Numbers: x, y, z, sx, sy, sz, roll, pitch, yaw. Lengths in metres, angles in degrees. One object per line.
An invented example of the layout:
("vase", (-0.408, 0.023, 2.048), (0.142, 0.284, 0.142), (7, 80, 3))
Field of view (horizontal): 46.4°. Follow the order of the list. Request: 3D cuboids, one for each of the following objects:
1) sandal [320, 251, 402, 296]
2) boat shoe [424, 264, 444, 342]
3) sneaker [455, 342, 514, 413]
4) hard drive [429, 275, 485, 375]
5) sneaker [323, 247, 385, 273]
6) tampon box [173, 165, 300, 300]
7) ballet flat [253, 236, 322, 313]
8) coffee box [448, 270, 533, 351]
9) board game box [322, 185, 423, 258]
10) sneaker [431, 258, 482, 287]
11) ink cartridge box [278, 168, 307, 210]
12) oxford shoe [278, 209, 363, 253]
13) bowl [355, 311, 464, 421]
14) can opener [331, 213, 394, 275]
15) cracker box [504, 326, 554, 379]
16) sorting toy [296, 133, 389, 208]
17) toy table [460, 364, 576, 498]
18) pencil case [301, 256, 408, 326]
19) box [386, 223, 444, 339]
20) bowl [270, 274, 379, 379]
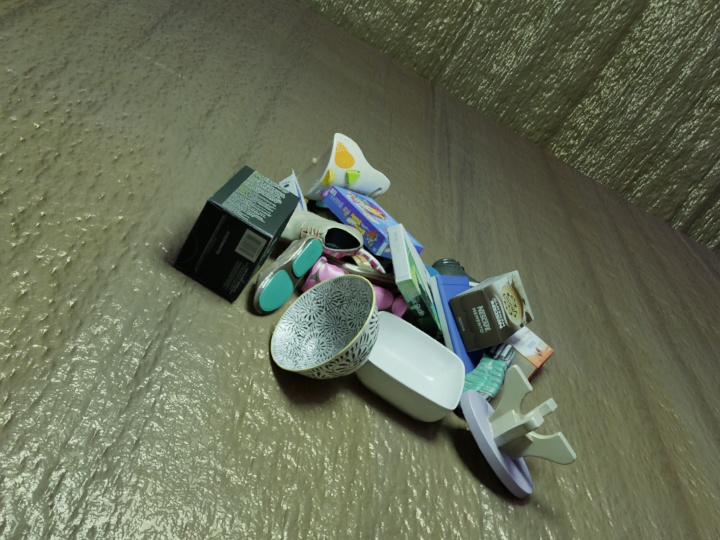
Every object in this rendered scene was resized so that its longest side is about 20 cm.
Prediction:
("sandal", (0.000, 0.000, 1.657), (0.200, 0.080, 0.054), (16, 59, 8))
("boat shoe", (0.142, 0.067, 1.769), (0.084, 0.069, 0.200), (11, 37, -16))
("sneaker", (0.242, 0.226, 1.609), (0.074, 0.088, 0.200), (19, 41, 30))
("hard drive", (0.201, 0.110, 1.677), (0.132, 0.025, 0.200), (3, 70, -55))
("sneaker", (-0.009, -0.023, 1.735), (0.200, 0.074, 0.087), (44, 15, 5))
("tampon box", (-0.213, -0.070, 1.492), (0.126, 0.150, 0.200), (32, 26, -3))
("ballet flat", (-0.145, 0.009, 1.519), (0.067, 0.068, 0.200), (4, 36, 38))
("coffee box", (0.268, 0.079, 1.692), (0.200, 0.080, 0.113), (-21, 92, -58))
("board game box", (0.027, -0.098, 1.803), (0.134, 0.045, 0.200), (13, 27, -49))
("sneaker", (0.249, 0.028, 1.946), (0.200, 0.071, 0.099), (19, 34, -19))
("ink cartridge box", (-0.132, -0.121, 1.742), (0.200, 0.039, 0.100), (-105, 175, -54))
("oxford shoe", (-0.089, -0.076, 1.602), (0.200, 0.071, 0.074), (8, 3, -6))
("bowl", (0.081, 0.177, 1.492), (0.200, 0.075, 0.200), (33, 27, -2))
("can opener", (0.002, -0.046, 1.812), (0.200, 0.079, 0.063), (37, 70, -3))
("cracker box", (0.315, 0.146, 1.835), (0.200, 0.058, 0.134), (40, 26, 15))
("sorting toy", (-0.036, -0.194, 1.898), (0.180, 0.200, 0.107), (15, 57, -32))
("toy table", (0.272, 0.271, 1.436), (0.200, 0.117, 0.184), (55, 20, 0))
("pencil case", (-0.012, 0.044, 1.603), (0.200, 0.091, 0.094), (27, 21, -9))
("box", (0.108, 0.025, 1.624), (0.200, 0.036, 0.144), (56, 20, -46))
("bowl", (-0.040, 0.112, 1.385), (0.094, 0.201, 0.201), (53, 14, -33))
